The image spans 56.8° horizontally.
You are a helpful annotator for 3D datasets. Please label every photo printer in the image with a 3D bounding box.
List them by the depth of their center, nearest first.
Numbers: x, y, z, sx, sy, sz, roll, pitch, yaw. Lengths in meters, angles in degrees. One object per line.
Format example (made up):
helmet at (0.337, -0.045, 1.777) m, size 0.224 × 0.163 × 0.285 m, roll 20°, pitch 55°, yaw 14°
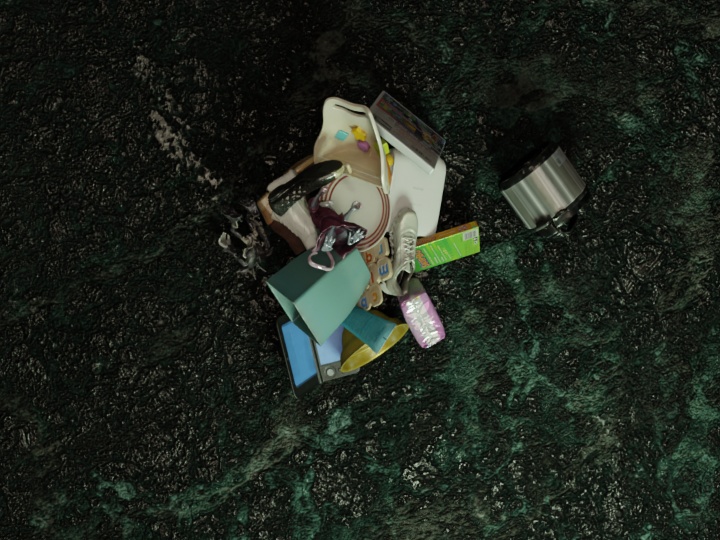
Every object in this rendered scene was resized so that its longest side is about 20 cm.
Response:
photo printer at (0.121, -0.189, 1.594) m, size 0.162 × 0.069 × 0.207 m, roll 7°, pitch 97°, yaw -27°

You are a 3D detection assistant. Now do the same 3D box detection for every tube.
tube at (-0.004, 0.117, 1.529) m, size 0.050 × 0.198 × 0.079 m, roll 37°, pitch 83°, yaw -45°

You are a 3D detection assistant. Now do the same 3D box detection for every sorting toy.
sorting toy at (-0.012, -0.291, 1.451) m, size 0.196 × 0.182 × 0.108 m, roll 23°, pitch 61°, yaw 25°

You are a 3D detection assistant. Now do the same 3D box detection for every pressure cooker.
pressure cooker at (0.442, -0.178, 1.574) m, size 0.175 × 0.179 × 0.201 m, roll -40°, pitch 96°, yaw 0°

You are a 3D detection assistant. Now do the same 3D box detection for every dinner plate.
dinner plate at (-0.012, -0.147, 1.562) m, size 0.194 × 0.024 × 0.207 m, roll 5°, pitch 101°, yaw 27°

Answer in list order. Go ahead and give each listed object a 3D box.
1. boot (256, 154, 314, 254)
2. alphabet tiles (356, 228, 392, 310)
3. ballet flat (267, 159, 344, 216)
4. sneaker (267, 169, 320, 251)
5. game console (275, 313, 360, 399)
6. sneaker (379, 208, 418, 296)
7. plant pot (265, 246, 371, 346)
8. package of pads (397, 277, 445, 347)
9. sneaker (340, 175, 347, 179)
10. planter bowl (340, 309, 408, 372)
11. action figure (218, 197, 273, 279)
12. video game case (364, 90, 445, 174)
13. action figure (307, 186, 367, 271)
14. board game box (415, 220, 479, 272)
boot at (-0.138, -0.162, 1.625) m, size 0.199 × 0.072 × 0.167 m, roll -42°, pitch 109°, yaw 2°
alphabet tiles at (0.000, 0.000, 1.588) m, size 0.198 × 0.014 × 0.202 m, roll -27°, pitch 64°, yaw 41°
ballet flat at (-0.118, -0.188, 1.485) m, size 0.196 × 0.067 × 0.057 m, roll -25°, pitch 127°, yaw 17°
sneaker at (-0.158, -0.126, 1.563) m, size 0.097 × 0.078 × 0.205 m, roll -20°, pitch 98°, yaw 6°
game console at (-0.100, 0.185, 1.632) m, size 0.170 × 0.116 × 0.207 m, roll -13°, pitch 98°, yaw 0°
sneaker at (0.102, -0.038, 1.537) m, size 0.073 × 0.081 × 0.207 m, roll 7°, pitch 99°, yaw -24°
plant pot at (-0.082, 0.031, 1.516) m, size 0.199 × 0.140 × 0.143 m, roll -42°, pitch 128°, yaw -15°
package of pads at (0.139, 0.095, 1.585) m, size 0.074 × 0.200 × 0.123 m, roll -25°, pitch 99°, yaw 3°
sneaker at (-0.019, -0.230, 1.602) m, size 0.197 × 0.078 × 0.077 m, roll 32°, pitch 96°, yaw -5°
planter bowl at (0.016, 0.155, 1.615) m, size 0.198 × 0.201 × 0.085 m, roll -34°, pitch 71°, yaw 2°
action figure at (-0.275, -0.079, 1.602) m, size 0.117 × 0.102 × 0.204 m, roll -30°, pitch 140°, yaw -25°
video game case at (0.105, -0.324, 1.551) m, size 0.198 × 0.184 × 0.023 m, roll 37°, pitch 124°, yaw -6°
action figure at (-0.064, -0.097, 1.485) m, size 0.131 × 0.200 × 0.152 m, roll 22°, pitch 105°, yaw -32°
board game box at (0.195, -0.053, 1.629) m, size 0.194 × 0.031 × 0.097 m, roll -20°, pitch 142°, yaw -1°
